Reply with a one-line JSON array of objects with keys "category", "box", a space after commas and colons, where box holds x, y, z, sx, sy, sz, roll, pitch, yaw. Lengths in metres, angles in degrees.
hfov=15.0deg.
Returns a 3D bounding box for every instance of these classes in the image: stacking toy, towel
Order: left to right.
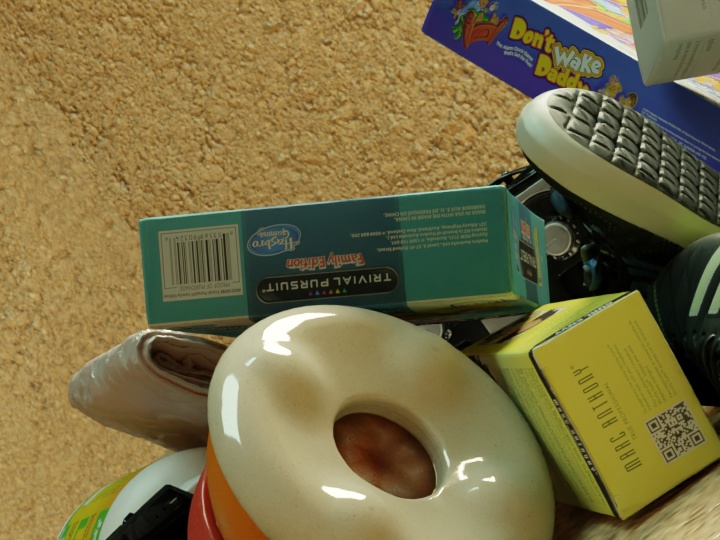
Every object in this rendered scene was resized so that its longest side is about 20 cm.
[{"category": "towel", "box": [-0.038, 0.080, 1.303, 0.200, 0.190, 0.032, 151, 140, -72]}, {"category": "stacking toy", "box": [-0.025, 0.125, 1.093, 0.146, 0.146, 0.200, -37, -16, -50]}]

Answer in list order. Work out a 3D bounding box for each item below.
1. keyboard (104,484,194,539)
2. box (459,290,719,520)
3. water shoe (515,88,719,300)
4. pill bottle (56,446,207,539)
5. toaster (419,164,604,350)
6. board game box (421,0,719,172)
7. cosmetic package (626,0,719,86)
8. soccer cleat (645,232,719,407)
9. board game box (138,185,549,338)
[{"category": "keyboard", "box": [-0.113, 0.164, 1.151, 0.104, 0.040, 0.201, -36, -27, -43]}, {"category": "box", "box": [0.088, 0.053, 1.104, 0.050, 0.076, 0.200, -29, 0, -7]}, {"category": "water shoe", "box": [0.120, -0.006, 1.113, 0.200, 0.072, 0.079, 25, -63, -43]}, {"category": "pill bottle", "box": [-0.077, 0.142, 1.290, 0.111, 0.111, 0.200, -36, 2, -19]}, {"category": "toaster", "box": [0.096, 0.007, 1.440, 0.180, 0.119, 0.200, -34, 3, 17]}, {"category": "board game box", "box": [0.147, -0.094, 1.388, 0.134, 0.200, 0.045, 2, -64, -51]}, {"category": "cosmetic package", "box": [0.224, -0.146, 1.254, 0.199, 0.085, 0.108, -10, -8, -2]}, {"category": "soccer cleat", "box": [0.147, 0.023, 1.002, 0.081, 0.067, 0.200, -50, 8, -26]}, {"category": "board game box", "box": [0.000, 0.000, 1.190, 0.150, 0.047, 0.200, -5, -4, 8]}]
